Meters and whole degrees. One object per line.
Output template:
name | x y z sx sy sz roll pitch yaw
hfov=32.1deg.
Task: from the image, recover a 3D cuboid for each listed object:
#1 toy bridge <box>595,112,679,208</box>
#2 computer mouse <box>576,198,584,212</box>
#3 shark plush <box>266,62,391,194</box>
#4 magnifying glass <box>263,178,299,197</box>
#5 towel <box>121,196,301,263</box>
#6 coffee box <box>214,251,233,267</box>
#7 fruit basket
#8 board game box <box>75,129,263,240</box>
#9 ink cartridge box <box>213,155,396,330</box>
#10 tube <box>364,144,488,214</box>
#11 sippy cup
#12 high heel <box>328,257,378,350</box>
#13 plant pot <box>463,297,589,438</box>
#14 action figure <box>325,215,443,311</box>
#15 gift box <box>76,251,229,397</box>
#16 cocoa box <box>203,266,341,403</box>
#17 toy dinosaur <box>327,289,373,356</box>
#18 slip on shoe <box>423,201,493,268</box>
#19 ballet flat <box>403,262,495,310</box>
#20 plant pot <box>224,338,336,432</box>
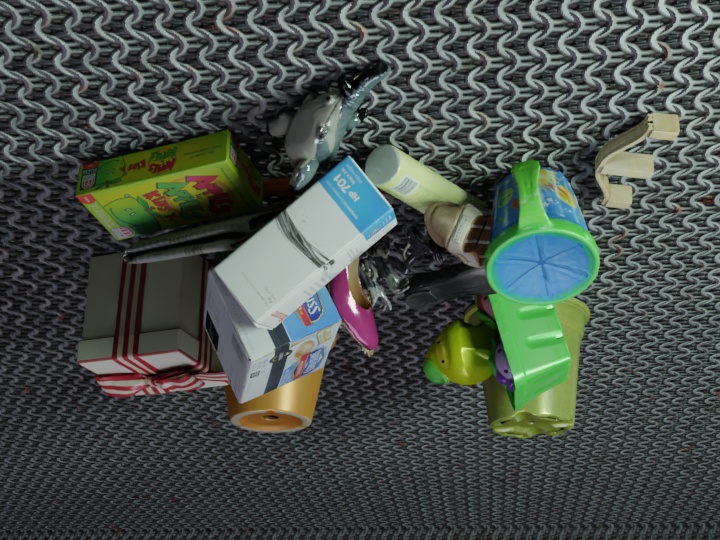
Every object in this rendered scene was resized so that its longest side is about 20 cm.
toy bridge | 0.312 -0.126 1.480 0.067 0.027 0.200 5 157 -4
computer mouse | 0.222 -0.056 1.644 0.058 0.034 0.200 25 147 -26
shark plush | -0.031 -0.173 1.382 0.083 0.091 0.200 -7 144 -37
magnifying glass | -0.175 -0.099 1.564 0.198 0.023 0.080 -4 152 5
towel | -0.161 -0.050 1.540 0.199 0.035 0.192 -12 -172 31
coffee box | -0.136 -0.008 1.697 0.122 0.044 0.200 -19 163 -12
fruit basket | 0.181 0.098 1.786 0.214 0.217 0.156 -2 157 5
board game box | -0.227 -0.100 1.498 0.198 0.048 0.102 -11 145 17
ink cartridge box | -0.058 -0.028 1.442 0.200 0.086 0.146 -39 174 0
tube | 0.077 -0.099 1.534 0.058 0.052 0.200 33 -175 37
sippy cup | 0.213 -0.050 1.507 0.139 0.131 0.178 14 137 -16
high heel | 0.000 0.000 1.591 0.096 0.201 0.067 -24 -169 14
plant pot | 0.261 0.155 1.942 0.198 0.186 0.201 1 158 0
action figure | 0.026 -0.001 1.674 0.199 0.103 0.119 -21 -166 29
gift box | -0.276 0.088 1.796 0.183 0.188 0.200 -10 154 24
cocoa box | -0.119 0.066 1.629 0.130 0.134 0.200 -22 163 -17
toy dinosaur | -0.055 0.054 1.799 0.135 0.087 0.199 14 172 44
slip on shoe | 0.127 -0.049 1.563 0.060 0.077 0.200 24 -174 17
ballet flat | 0.143 0.004 1.702 0.199 0.057 0.067 -15 134 31
plant pot | -0.136 0.145 1.928 0.198 0.185 0.200 1 157 0
